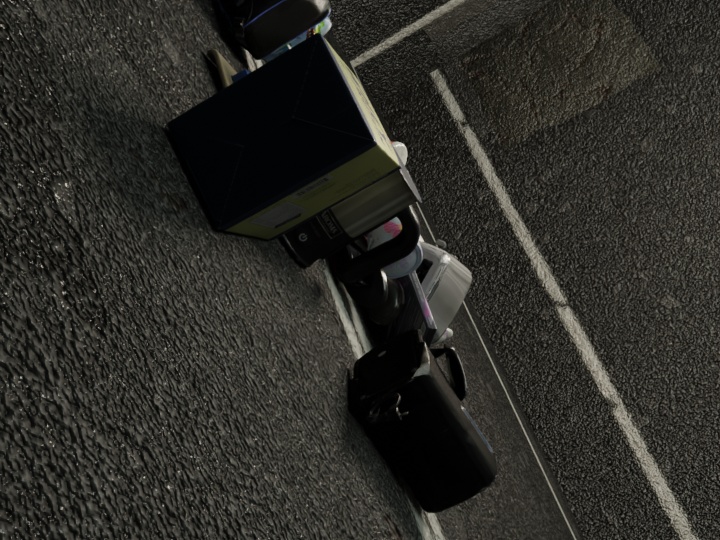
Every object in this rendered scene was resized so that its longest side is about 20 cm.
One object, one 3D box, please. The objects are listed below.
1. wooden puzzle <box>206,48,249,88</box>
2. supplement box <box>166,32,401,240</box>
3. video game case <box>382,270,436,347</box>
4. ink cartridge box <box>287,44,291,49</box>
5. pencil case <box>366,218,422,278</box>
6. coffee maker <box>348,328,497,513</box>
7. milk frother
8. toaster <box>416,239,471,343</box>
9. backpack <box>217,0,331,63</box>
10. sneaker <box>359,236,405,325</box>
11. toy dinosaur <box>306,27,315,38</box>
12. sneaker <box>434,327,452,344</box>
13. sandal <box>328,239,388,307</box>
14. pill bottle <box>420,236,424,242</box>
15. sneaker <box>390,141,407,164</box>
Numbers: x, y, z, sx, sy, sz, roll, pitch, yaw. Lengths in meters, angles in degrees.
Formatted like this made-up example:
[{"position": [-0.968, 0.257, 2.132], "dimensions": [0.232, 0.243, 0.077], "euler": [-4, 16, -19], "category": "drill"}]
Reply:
[{"position": [-0.149, -0.229, 1.330], "dimensions": [0.201, 0.046, 0.185], "euler": [66, 11, 25], "category": "wooden puzzle"}, {"position": [-0.079, -0.144, 1.013], "dimensions": [0.135, 0.199, 0.200], "euler": [63, 9, 6], "category": "supplement box"}, {"position": [0.074, 0.083, 1.433], "dimensions": [0.201, 0.019, 0.144], "euler": [-105, -154, -50], "category": "video game case"}, {"position": [-0.088, -0.232, 1.343], "dimensions": [0.201, 0.067, 0.117], "euler": [70, 12, 18], "category": "ink cartridge box"}, {"position": [0.042, -0.077, 1.443], "dimensions": [0.201, 0.090, 0.083], "euler": [-102, 172, -47], "category": "pencil case"}, {"position": [0.076, 0.209, 1.121], "dimensions": [0.201, 0.134, 0.192], "euler": [57, 34, -18], "category": "coffee maker"}, {"position": [-0.017, -0.106, 1.255], "dimensions": [0.181, 0.187, 0.201], "euler": [54, 12, -39], "category": "milk frother"}, {"position": [0.112, 0.043, 1.603], "dimensions": [0.113, 0.201, 0.129], "euler": [26, -10, 37], "category": "toaster"}, {"position": [-0.162, -0.481, 1.581], "dimensions": [0.200, 0.182, 0.147], "euler": [57, 2, 40], "category": "backpack"}, {"position": [0.000, 0.000, 1.441], "dimensions": [0.115, 0.076, 0.201], "euler": [40, 17, -36], "category": "sneaker"}, {"position": [-0.101, -0.346, 1.583], "dimensions": [0.201, 0.101, 0.136], "euler": [71, 30, -41], "category": "toy dinosaur"}, {"position": [0.122, 0.064, 1.731], "dimensions": [0.075, 0.099, 0.201], "euler": [103, -25, -56], "category": "sneaker"}, {"position": [-0.026, -0.022, 1.371], "dimensions": [0.048, 0.075, 0.201], "euler": [-2, 52, -48], "category": "sandal"}, {"position": [0.050, -0.080, 1.726], "dimensions": [0.112, 0.111, 0.201], "euler": [52, 9, -42], "category": "pill bottle"}, {"position": [0.001, -0.211, 1.583], "dimensions": [0.082, 0.078, 0.199], "euler": [22, 12, 35], "category": "sneaker"}]
